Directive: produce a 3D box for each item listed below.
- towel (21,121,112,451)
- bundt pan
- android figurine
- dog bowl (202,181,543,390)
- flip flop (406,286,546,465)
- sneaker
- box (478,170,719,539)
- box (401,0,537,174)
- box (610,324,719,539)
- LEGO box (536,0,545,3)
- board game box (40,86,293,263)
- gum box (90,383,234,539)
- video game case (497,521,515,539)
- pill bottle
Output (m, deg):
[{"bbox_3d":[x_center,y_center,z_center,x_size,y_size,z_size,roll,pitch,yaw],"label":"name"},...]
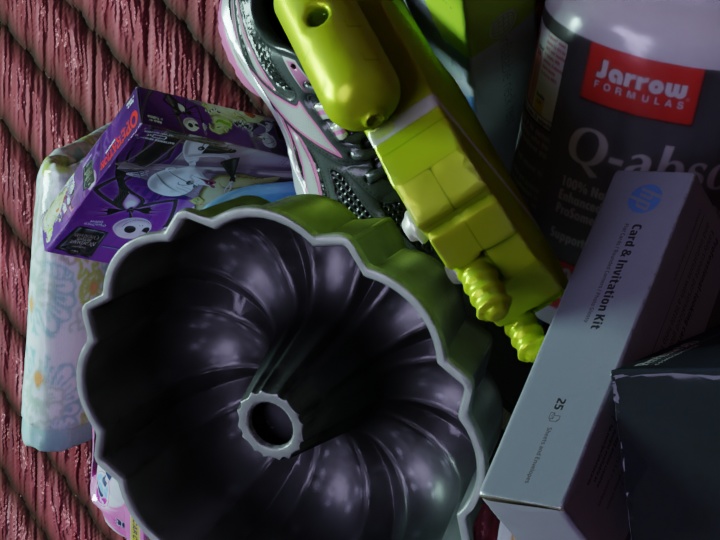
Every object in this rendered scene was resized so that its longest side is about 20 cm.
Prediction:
[{"bbox_3d":[-0.150,-0.003,1.037,0.048,0.200,0.172,7,108,12],"label":"towel"},{"bbox_3d":[-0.023,0.053,0.769,0.201,0.076,0.203,11,117,23],"label":"bundt pan"},{"bbox_3d":[0.028,-0.052,0.710,0.041,0.182,0.200,-31,59,10],"label":"android figurine"},{"bbox_3d":[0.000,0.000,0.873,0.050,0.199,0.112,95,165,-46],"label":"dog bowl"},{"bbox_3d":[0.094,0.075,0.839,0.081,0.199,0.058,-66,13,-6],"label":"flip flop"},{"bbox_3d":[-0.010,-0.082,0.829,0.200,0.080,0.086,51,167,16],"label":"sneaker"},{"bbox_3d":[0.134,0.081,0.719,0.041,0.156,0.200,5,146,37],"label":"box"},{"bbox_3d":[0.035,-0.127,0.835,0.122,0.048,0.200,48,167,26],"label":"box"},{"bbox_3d":[0.208,0.052,0.663,0.141,0.200,0.079,-7,95,39],"label":"box"},{"bbox_3d":[0.069,-0.249,0.825,0.200,0.077,0.149,47,129,27],"label":"LEGO box"},{"bbox_3d":[-0.056,-0.034,0.925,0.120,0.199,0.032,-41,48,45],"label":"board game box"},{"bbox_3d":[-0.051,0.067,0.917,0.066,0.199,0.114,50,150,34],"label":"gum box"},{"bbox_3d":[0.136,0.247,0.925,0.182,0.022,0.201,24,117,39],"label":"video game case"},{"bbox_3d":[0.132,-0.077,0.774,0.116,0.116,0.201,30,123,37],"label":"pill bottle"}]
